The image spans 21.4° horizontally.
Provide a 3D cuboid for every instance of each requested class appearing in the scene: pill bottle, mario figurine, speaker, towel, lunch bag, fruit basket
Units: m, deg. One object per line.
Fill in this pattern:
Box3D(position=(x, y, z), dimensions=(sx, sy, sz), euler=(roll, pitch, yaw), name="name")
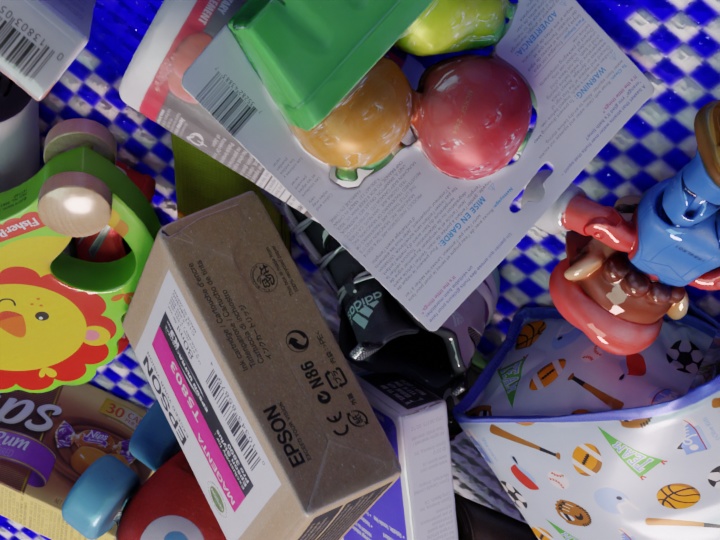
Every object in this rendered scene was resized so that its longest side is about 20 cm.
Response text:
Box3D(position=(-0.029, -0.095, 1.097), dimensions=(0.199, 0.111, 0.111), euler=(31, 144, -5), name="pill bottle")
Box3D(position=(0.174, -0.035, 1.078), dimensions=(0.124, 0.106, 0.200), euler=(53, 142, 4), name="mario figurine")
Box3D(position=(-0.259, -0.066, 1.308), dimensions=(0.081, 0.082, 0.201), euler=(22, 143, 8), name="speaker")
Box3D(position=(-0.088, -0.044, 1.276), dimensions=(0.085, 0.018, 0.201), euler=(18, 142, 13), name="towel")
Box3D(position=(0.191, 0.109, 1.193), dimensions=(0.199, 0.124, 0.170), euler=(-4, 133, 46), name="lunch bag")
Box3D(position=(0.032, -0.100, 1.017), dimensions=(0.200, 0.185, 0.094), euler=(43, 177, -23), name="fruit basket")

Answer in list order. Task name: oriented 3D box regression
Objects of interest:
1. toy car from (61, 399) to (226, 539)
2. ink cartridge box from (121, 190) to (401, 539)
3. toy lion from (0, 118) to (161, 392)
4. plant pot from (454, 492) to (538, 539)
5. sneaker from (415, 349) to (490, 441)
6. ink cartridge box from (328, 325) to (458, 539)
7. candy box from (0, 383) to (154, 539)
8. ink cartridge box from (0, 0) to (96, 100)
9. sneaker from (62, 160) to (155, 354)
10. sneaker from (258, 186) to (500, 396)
Box3D(position=(-0.089, 0.144, 1.393), dimensions=(0.184, 0.177, 0.201), euler=(36, 132, 9), name="toy car")
Box3D(position=(-0.068, 0.077, 1.198), dimensions=(0.201, 0.075, 0.165), euler=(61, 155, 14), name="ink cartridge box")
Box3D(position=(-0.218, 0.008, 1.274), dimensions=(0.198, 0.069, 0.192), euler=(-18, 136, 16), name="toy lion")
Box3D(position=(0.095, 0.256, 1.329), dimensions=(0.198, 0.202, 0.199), euler=(32, 146, -30), name="plant pot")
Box3D(position=(0.039, 0.111, 1.323), dimensions=(0.076, 0.084, 0.200), euler=(29, 144, -3), name="sneaker")
Box3D(position=(0.002, 0.152, 1.260), dimensions=(0.198, 0.043, 0.202), euler=(29, 127, 58), name="ink cartridge box")
Box3D(position=(-0.261, 0.139, 1.525), dimensions=(0.199, 0.117, 0.057), euler=(25, 144, 5), name="candy box")
Box3D(position=(-0.225, -0.180, 1.068), dimensions=(0.162, 0.050, 0.200), euler=(39, -174, -15), name="ink cartridge box")
Box3D(position=(-0.171, 0.001, 1.339), dimensions=(0.084, 0.077, 0.201), euler=(15, 143, 9), name="sneaker")
Box3D(position=(0.000, 0.000, 1.160), dimensions=(0.199, 0.140, 0.078), euler=(35, 128, -14), name="sneaker")
